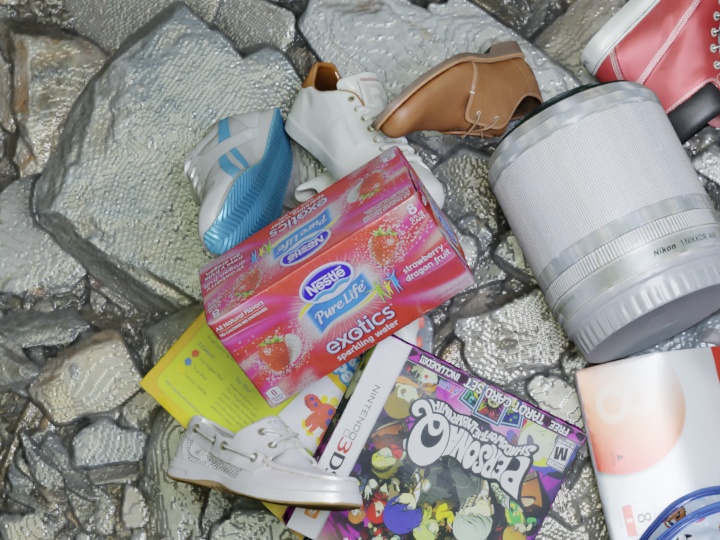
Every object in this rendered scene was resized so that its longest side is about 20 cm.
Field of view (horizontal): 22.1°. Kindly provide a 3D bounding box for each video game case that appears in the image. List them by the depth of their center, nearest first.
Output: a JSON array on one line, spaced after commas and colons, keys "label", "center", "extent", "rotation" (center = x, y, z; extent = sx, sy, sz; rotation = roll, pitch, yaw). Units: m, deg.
[{"label": "video game case", "center": [0.062, 0.171, 1.538], "extent": [0.199, 0.036, 0.182], "rotation": [27, 92, -10]}]

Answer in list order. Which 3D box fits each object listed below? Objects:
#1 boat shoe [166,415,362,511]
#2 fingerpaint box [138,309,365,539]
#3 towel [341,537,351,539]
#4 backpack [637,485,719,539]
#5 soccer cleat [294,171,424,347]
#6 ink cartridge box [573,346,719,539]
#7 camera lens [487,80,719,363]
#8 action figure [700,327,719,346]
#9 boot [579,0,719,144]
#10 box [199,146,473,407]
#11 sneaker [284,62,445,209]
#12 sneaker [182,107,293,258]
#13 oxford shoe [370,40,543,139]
[{"label": "boat shoe", "center": [-0.078, 0.151, 1.496], "extent": [0.199, 0.071, 0.070], "rotation": [7, 81, 39]}, {"label": "fingerpaint box", "center": [-0.061, 0.107, 1.605], "extent": [0.200, 0.073, 0.167], "rotation": [41, 89, 14]}, {"label": "towel", "center": [0.036, 0.320, 1.519], "extent": [0.200, 0.145, 0.022], "rotation": [41, 52, 16]}, {"label": "backpack", "center": [0.287, 0.256, 1.432], "extent": [0.154, 0.190, 0.201], "rotation": [45, 114, 42]}, {"label": "soccer cleat", "center": [0.000, 0.000, 1.610], "extent": [0.077, 0.069, 0.201], "rotation": [-14, 61, -10]}, {"label": "ink cartridge box", "center": [0.292, 0.143, 1.544], "extent": [0.198, 0.050, 0.164], "rotation": [-14, 76, 11]}, {"label": "camera lens", "center": [0.209, -0.044, 1.540], "extent": [0.159, 0.160, 0.201], "rotation": [-25, 74, 4]}, {"label": "action figure", "center": [0.364, 0.106, 1.489], "extent": [0.200, 0.105, 0.194], "rotation": [-44, 99, -9]}, {"label": "boot", "center": [0.308, -0.209, 1.611], "extent": [0.144, 0.072, 0.200], "rotation": [42, 89, 10]}, {"label": "box", "center": [-0.022, 0.005, 1.495], "extent": [0.199, 0.096, 0.100], "rotation": [-31, 119, 8]}, {"label": "sneaker", "center": [0.006, -0.121, 1.599], "extent": [0.200, 0.072, 0.085], "rotation": [38, 118, 39]}, {"label": "sneaker", "center": [-0.115, -0.070, 1.614], "extent": [0.080, 0.200, 0.077], "rotation": [-8, 119, 15]}, {"label": "oxford shoe", "center": [0.090, -0.142, 1.583], "extent": [0.072, 0.199, 0.071], "rotation": [57, 137, 11]}]
